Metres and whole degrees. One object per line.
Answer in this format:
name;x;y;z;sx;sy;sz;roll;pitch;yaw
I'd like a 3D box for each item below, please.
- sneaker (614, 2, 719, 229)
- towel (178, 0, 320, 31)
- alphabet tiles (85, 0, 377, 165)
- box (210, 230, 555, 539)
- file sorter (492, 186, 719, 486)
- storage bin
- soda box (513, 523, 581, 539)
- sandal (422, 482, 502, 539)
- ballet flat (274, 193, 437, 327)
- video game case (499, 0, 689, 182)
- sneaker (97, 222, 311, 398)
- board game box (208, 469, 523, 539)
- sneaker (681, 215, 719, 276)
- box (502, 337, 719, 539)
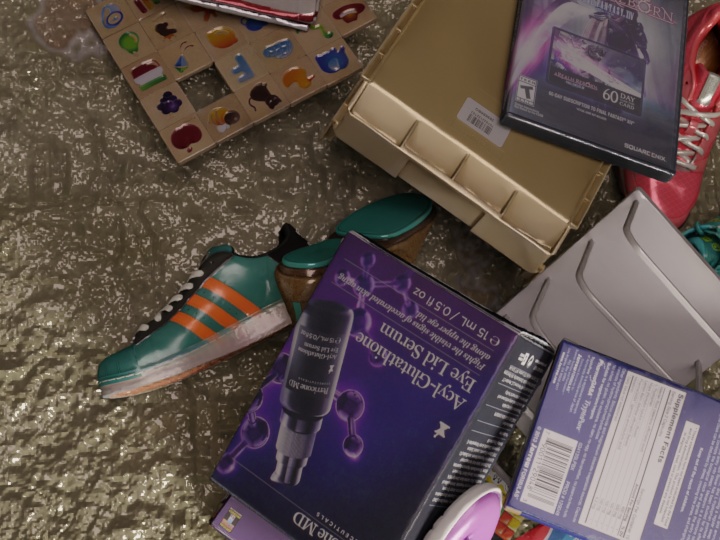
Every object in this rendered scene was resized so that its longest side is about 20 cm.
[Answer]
sneaker;0.266;-0.131;1.124;0.073;0.087;0.203;17;79;-5
towel;-0.090;-0.296;1.101;0.142;0.023;0.202;11;66;-7
alphabet tiles;-0.095;-0.191;1.085;0.198;0.008;0.168;-28;66;-12
box;0.017;0.100;0.937;0.147;0.104;0.202;29;91;24
file sorter;0.175;0.065;1.015;0.200;0.125;0.139;-43;90;20
storage bin;0.099;-0.122;1.066;0.199;0.094;0.200;35;61;-3
soda box;0.134;0.217;0.969;0.199;0.064;0.068;-32;74;5
sandal;0.051;0.235;0.913;0.050;0.082;0.204;34;102;27
ballet flat;0.000;0.000;1.044;0.067;0.200;0.073;7;112;25
video game case;0.186;-0.178;1.058;0.141;0.019;0.202;17;63;-12
sneaker;-0.119;0.030;1.047;0.198;0.071;0.081;-25;85;-20
board game box;0.009;0.183;1.049;0.199;0.057;0.166;36;76;-3
sneaker;0.290;-0.011;1.090;0.199;0.080;0.078;-33;68;-1
box;0.208;0.138;0.915;0.198;0.032;0.122;21;78;7
